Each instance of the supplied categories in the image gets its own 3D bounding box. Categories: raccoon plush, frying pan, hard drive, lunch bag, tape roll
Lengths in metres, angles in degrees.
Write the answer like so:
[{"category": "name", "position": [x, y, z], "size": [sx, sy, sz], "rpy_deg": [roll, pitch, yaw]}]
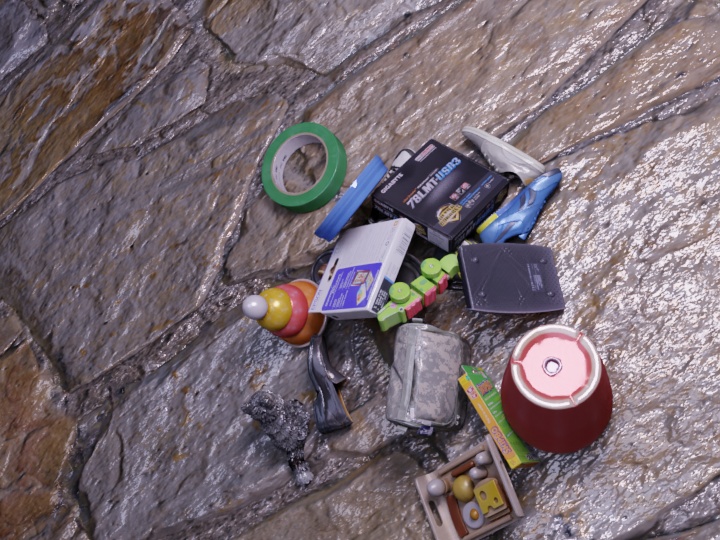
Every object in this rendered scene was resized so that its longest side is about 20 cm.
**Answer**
[{"category": "raccoon plush", "position": [-0.155, 0.321, 1.536], "size": [0.097, 0.134, 0.201], "rpy_deg": [-40, 62, 9]}, {"category": "frying pan", "position": [-0.031, -0.016, 1.640], "size": [0.190, 0.031, 0.115], "rpy_deg": [-37, 65, 15]}, {"category": "hard drive", "position": [0.270, 0.018, 1.401], "size": [0.042, 0.198, 0.136], "rpy_deg": [135, 131, -58]}, {"category": "frying pan", "position": [0.107, 0.011, 1.494], "size": [0.189, 0.031, 0.116], "rpy_deg": [-16, 67, 8]}, {"category": "lunch bag", "position": [0.116, 0.201, 1.418], "size": [0.138, 0.168, 0.202], "rpy_deg": [1, 76, 27]}, {"category": "tape roll", "position": [-0.128, -0.232, 1.738], "size": [0.199, 0.048, 0.202], "rpy_deg": [-8, 72, 25]}]

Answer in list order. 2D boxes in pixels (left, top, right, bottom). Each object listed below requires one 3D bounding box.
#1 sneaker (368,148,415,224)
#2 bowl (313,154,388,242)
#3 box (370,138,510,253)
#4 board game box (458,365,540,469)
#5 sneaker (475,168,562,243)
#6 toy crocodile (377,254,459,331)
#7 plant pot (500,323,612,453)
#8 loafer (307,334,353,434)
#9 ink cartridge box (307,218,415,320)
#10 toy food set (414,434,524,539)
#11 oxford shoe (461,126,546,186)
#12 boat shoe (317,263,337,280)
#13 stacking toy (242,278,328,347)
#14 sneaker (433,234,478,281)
[{"category": "sneaker", "position": [0.072, -0.168, 1.597], "size": [0.075, 0.088, 0.202], "rpy_deg": [9, 78, 30]}, {"category": "bowl", "position": [-0.016, -0.139, 1.532], "size": [0.039, 0.201, 0.201], "rpy_deg": [38, 95, -3]}, {"category": "box", "position": [0.157, -0.151, 1.514], "size": [0.198, 0.050, 0.200], "rpy_deg": [34, 61, 25]}, {"category": "board game box", "position": [0.243, 0.259, 1.377], "size": [0.030, 0.095, 0.201], "rpy_deg": [-38, 62, 21]}, {"category": "sneaker", "position": [0.318, -0.110, 1.476], "size": [0.200, 0.066, 0.079], "rpy_deg": [-41, 76, 9]}, {"category": "toy crocodile", "position": [0.110, 0.040, 1.402], "size": [0.200, 0.068, 0.062], "rpy_deg": [-37, 53, -20]}, {"category": "plant pot", "position": [0.325, 0.186, 1.288], "size": [0.199, 0.178, 0.202], "rpy_deg": [-6, 64, 12]}, {"category": "loafer", "position": [-0.060, 0.225, 1.561], "size": [0.072, 0.073, 0.202], "rpy_deg": [-13, 79, 13]}, {"category": "ink cartridge box", "position": [0.000, 0.000, 1.494], "size": [0.199, 0.043, 0.199], "rpy_deg": [-6, 57, 52]}, {"category": "toy food set", "position": [0.186, 0.395, 1.353], "size": [0.200, 0.060, 0.144], "rpy_deg": [-43, 57, 39]}, {"category": "oxford shoe", "position": [0.273, -0.227, 1.525], "size": [0.200, 0.075, 0.058], "rpy_deg": [38, 103, 28]}, {"category": "boat shoe", "position": [0.012, 0.013, 1.578], "size": [0.198, 0.072, 0.068], "rpy_deg": [12, 71, 15]}, {"category": "stacking toy", "position": [-0.172, 0.079, 1.574], "size": [0.145, 0.199, 0.147], "rpy_deg": [-7, 78, 33]}, {"category": "sneaker", "position": [0.219, 0.004, 1.491], "size": [0.085, 0.074, 0.200], "rpy_deg": [-53, 58, 24]}]
